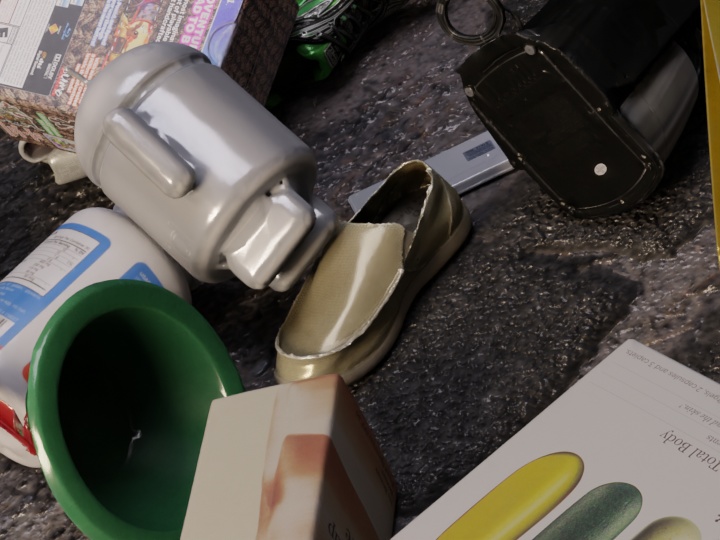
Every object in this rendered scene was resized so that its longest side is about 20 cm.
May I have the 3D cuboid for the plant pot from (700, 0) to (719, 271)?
[{"bbox_3d":[0.292,-0.037,1.223,0.175,0.201,0.200,-6,36,6],"label":"plant pot"}]

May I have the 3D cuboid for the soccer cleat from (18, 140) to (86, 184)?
[{"bbox_3d":[-0.251,-0.133,1.776,0.086,0.070,0.200,-31,35,-11],"label":"soccer cleat"}]

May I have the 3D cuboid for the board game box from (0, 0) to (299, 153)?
[{"bbox_3d":[-0.172,-0.169,1.654,0.199,0.097,0.160,14,75,20],"label":"board game box"}]

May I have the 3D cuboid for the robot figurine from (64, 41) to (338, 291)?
[{"bbox_3d":[-0.108,-0.072,1.432,0.200,0.170,0.113,42,98,18],"label":"robot figurine"}]

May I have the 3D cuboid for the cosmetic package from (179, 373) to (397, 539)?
[{"bbox_3d":[-0.042,0.164,1.220,0.087,0.104,0.200,-13,37,18],"label":"cosmetic package"}]

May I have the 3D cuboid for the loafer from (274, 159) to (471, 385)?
[{"bbox_3d":[0.000,0.000,1.444,0.075,0.068,0.200,5,44,36],"label":"loafer"}]

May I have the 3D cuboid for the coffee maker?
[{"bbox_3d":[0.169,-0.168,1.457,0.134,0.193,0.200,0,39,43],"label":"coffee maker"}]

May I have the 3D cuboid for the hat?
[{"bbox_3d":[-0.188,0.098,1.374,0.176,0.201,0.165,-19,3,45],"label":"hat"}]

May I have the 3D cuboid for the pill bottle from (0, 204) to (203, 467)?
[{"bbox_3d":[-0.184,0.029,1.481,0.112,0.113,0.200,15,49,43],"label":"pill bottle"}]

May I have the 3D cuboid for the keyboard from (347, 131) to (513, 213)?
[{"bbox_3d":[0.087,-0.080,1.555,0.199,0.011,0.056,-25,29,-1],"label":"keyboard"}]

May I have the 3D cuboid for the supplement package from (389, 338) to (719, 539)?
[{"bbox_3d":[0.129,0.169,1.064,0.200,0.151,0.152,-38,37,-19],"label":"supplement package"}]

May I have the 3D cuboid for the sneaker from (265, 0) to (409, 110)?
[{"bbox_3d":[-0.021,-0.189,1.721,0.200,0.078,0.085,-37,42,-3],"label":"sneaker"}]
